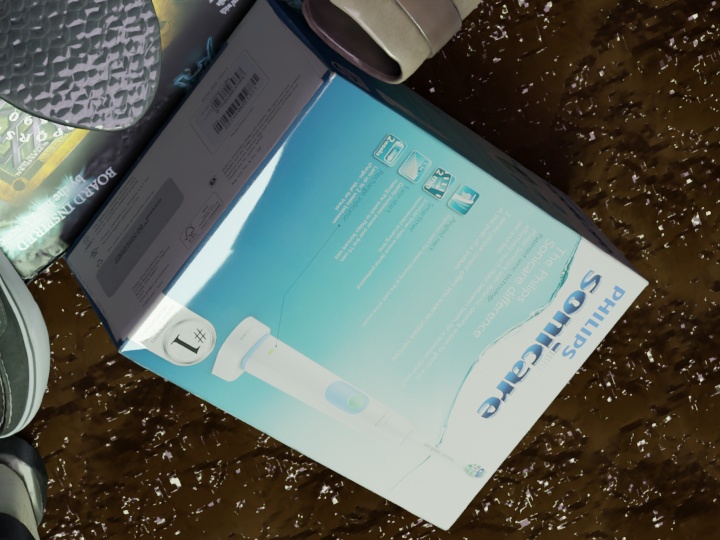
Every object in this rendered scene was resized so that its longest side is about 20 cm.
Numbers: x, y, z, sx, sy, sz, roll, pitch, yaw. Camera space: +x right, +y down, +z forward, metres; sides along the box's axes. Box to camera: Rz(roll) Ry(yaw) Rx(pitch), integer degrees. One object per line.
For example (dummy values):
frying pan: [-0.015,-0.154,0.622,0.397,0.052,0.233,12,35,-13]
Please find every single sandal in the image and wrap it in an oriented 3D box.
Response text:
sandal: [-0.161,-0.126,1.071,0.199,0.043,0.076,33,89,2]

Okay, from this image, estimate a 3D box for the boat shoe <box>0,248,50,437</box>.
boat shoe: [-0.181,0.003,1.116,0.068,0.057,0.201,0,131,15]

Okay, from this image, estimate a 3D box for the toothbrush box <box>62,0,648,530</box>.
toothbrush box: [0.000,0.000,1.154,0.199,0.085,0.147,30,103,-34]

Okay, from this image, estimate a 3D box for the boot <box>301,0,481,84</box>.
boot: [0.043,-0.140,1.098,0.199,0.070,0.147,30,71,-7]

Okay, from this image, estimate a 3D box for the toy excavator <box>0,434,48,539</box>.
toy excavator: [-0.233,0.124,1.167,0.198,0.100,0.196,-11,115,0]

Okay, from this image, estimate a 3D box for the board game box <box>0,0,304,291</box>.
board game box: [-0.111,-0.101,1.127,0.200,0.028,0.135,-39,118,3]
